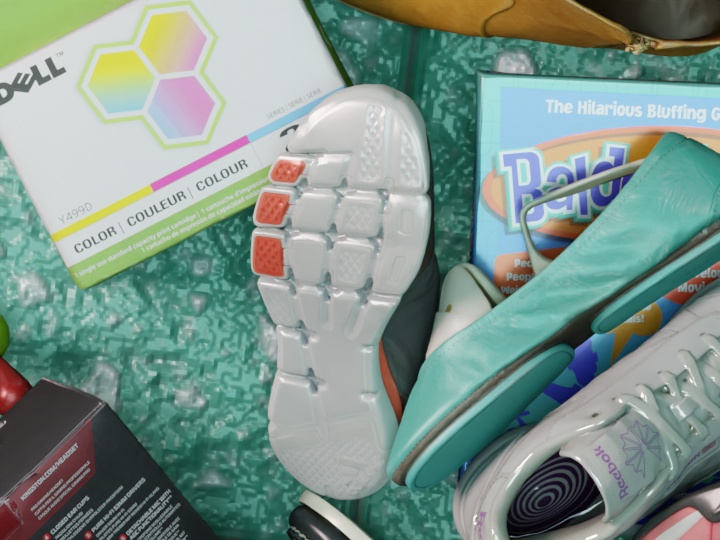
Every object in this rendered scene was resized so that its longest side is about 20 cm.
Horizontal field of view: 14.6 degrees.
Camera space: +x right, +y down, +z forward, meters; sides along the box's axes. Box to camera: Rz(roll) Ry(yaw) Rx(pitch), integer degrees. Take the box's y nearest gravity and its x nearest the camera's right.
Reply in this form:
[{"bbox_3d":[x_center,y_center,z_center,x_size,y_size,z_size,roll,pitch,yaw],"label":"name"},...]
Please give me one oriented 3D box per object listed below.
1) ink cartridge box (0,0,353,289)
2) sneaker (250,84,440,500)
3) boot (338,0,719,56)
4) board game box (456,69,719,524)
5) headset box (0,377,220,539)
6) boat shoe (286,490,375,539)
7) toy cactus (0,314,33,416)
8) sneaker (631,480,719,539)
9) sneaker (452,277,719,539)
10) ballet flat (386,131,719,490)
[{"bbox_3d":[-0.103,-0.114,1.235,0.148,0.076,0.200,-27,97,3],"label":"ink cartridge box"},{"bbox_3d":[0.000,0.000,1.227,0.077,0.082,0.200,18,123,15],"label":"sneaker"},{"bbox_3d":[0.068,-0.132,1.200,0.201,0.144,0.071,10,95,-1],"label":"boot"},{"bbox_3d":[0.123,0.013,1.265,0.152,0.045,0.200,2,96,0],"label":"board game box"},{"bbox_3d":[-0.129,0.156,1.215,0.149,0.077,0.200,-45,113,-16],"label":"headset box"},{"bbox_3d":[0.022,0.190,1.269,0.066,0.075,0.199,-41,104,-8],"label":"boat shoe"},{"bbox_3d":[-0.256,0.029,1.256,0.200,0.102,0.165,-18,77,4],"label":"toy cactus"},{"bbox_3d":[0.150,0.159,1.224,0.087,0.074,0.200,53,134,21],"label":"sneaker"},{"bbox_3d":[0.131,0.070,1.199,0.200,0.100,0.075,-37,94,3],"label":"sneaker"},{"bbox_3d":[0.079,0.011,1.216,0.200,0.067,0.070,-38,73,3],"label":"ballet flat"}]
